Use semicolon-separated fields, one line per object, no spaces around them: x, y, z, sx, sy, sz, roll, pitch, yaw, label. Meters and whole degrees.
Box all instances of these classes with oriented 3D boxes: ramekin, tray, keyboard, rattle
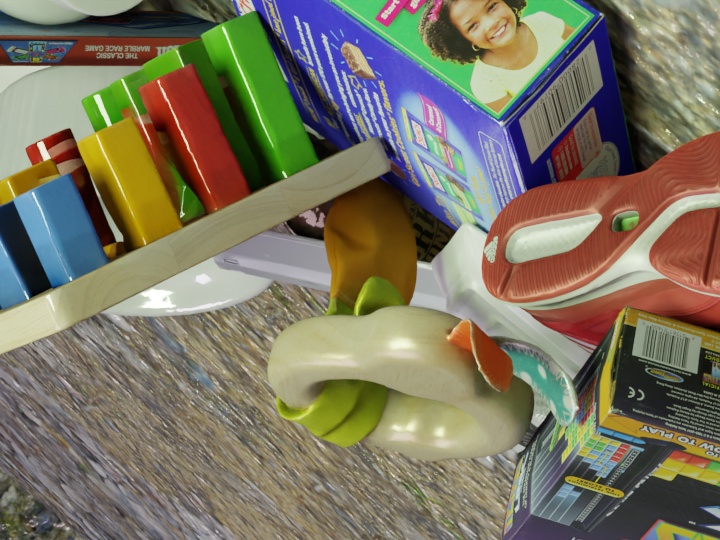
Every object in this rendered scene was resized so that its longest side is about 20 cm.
-0.146;-0.051;1.580;0.199;0.099;0.201;3;159;1;ramekin
0.114;0.057;1.240;0.200;0.022;0.107;40;167;1;tray
0.000;0.000;1.345;0.199;0.011;0.056;11;154;24;keyboard
0.043;0.010;1.151;0.130;0.143;0.200;33;156;-4;rattle

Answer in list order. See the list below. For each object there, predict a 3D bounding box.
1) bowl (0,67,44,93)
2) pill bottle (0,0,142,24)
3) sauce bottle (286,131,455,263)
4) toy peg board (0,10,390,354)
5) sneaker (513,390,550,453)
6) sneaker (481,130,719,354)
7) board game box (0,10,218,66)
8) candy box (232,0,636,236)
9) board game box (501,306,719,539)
-0.223;-0.178;1.651;0.200;0.075;0.200;40;164;15;bowl
-0.191;-0.201;1.441;0.200;0.112;0.113;25;155;54;pill bottle
0.002;-0.029;1.369;0.200;0.065;0.065;32;176;-41;sauce bottle
-0.127;-0.037;1.222;0.200;0.198;0.098;-20;96;56;toy peg board
0.112;0.098;1.490;0.115;0.075;0.199;55;159;-23;sneaker
0.162;0.000;1.102;0.199;0.079;0.115;-1;155;39;sneaker
-0.166;-0.135;1.459;0.103;0.199;0.020;25;113;52;board game box
0.030;-0.100;1.198;0.200;0.077;0.169;36;164;26;candy box
0.180;0.100;1.130;0.198;0.057;0.166;16;149;-6;board game box
